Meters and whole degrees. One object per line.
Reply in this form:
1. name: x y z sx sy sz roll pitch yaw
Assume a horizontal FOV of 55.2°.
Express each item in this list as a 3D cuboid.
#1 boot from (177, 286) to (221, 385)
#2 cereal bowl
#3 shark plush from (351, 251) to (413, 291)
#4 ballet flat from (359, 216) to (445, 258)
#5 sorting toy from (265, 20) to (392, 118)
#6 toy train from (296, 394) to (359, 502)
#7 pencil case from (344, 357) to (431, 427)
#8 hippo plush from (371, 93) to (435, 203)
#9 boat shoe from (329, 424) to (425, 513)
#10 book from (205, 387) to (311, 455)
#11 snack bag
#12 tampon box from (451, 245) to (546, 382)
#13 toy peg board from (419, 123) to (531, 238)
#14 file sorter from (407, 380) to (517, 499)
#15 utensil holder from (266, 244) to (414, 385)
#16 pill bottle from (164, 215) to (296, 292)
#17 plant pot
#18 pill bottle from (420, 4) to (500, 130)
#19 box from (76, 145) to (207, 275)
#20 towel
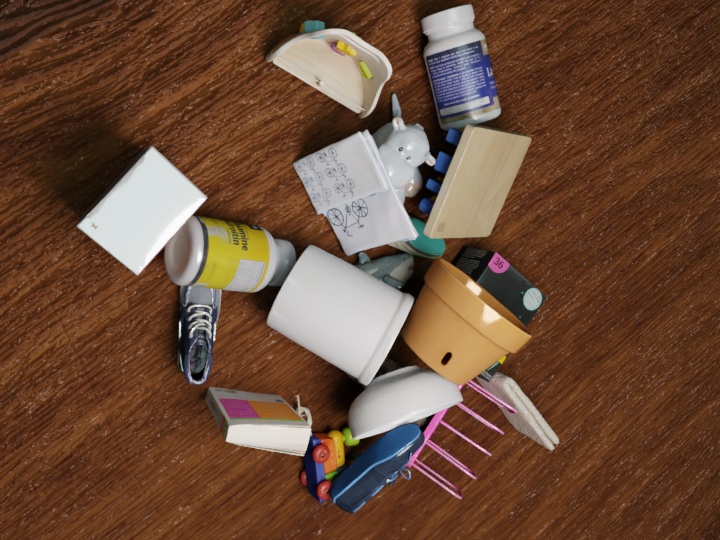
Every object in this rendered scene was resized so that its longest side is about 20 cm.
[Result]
1. boot: -0.264 0.086 1.148 0.072 0.090 0.201 2 97 -21
2. cereal bowl: 0.069 0.218 1.180 0.199 0.200 0.084 -13 72 -19
3. shark plush: 0.000 0.000 1.275 0.199 0.091 0.084 4 76 -1
4. ballet flat: 0.069 -0.071 1.274 0.199 0.062 0.068 23 67 -33
5. sorting toy: -0.029 -0.349 1.130 0.199 0.180 0.107 26 88 -23
6. toy train: -0.053 0.312 1.273 0.115 0.085 0.201 -12 102 -30
7. pencil case: 0.058 0.209 1.299 0.200 0.078 0.090 42 83 -21
8. hippo plush: 0.073 -0.189 1.203 0.200 0.161 0.159 -48 111 -9
9. boat shoe: 0.037 0.353 1.235 0.200 0.084 0.069 -37 110 5
10. book: -0.176 0.241 1.146 0.133 0.200 0.048 12 93 -22
11. snack bag: -0.012 -0.121 1.171 0.021 0.188 0.201 -39 108 -41
12. tampon box: 0.222 0.080 1.318 0.150 0.126 0.200 37 84 -21
13. toy peg board: 0.181 -0.169 1.231 0.199 0.098 0.201 -5 122 -49
14. file sorter: 0.192 0.314 1.310 0.125 0.139 0.200 33 84 13
15. utensil holder: -0.035 0.071 1.165 0.199 0.170 0.171 30 86 1
16. pill bottle: -0.208 -0.023 1.127 0.199 0.112 0.113 8 95 -42
17. plant pot: 0.163 0.094 1.144 0.200 0.200 0.140 34 100 -22
18. pill bottle: 0.177 -0.364 1.244 0.115 0.116 0.201 -21 105 -17
19. box: -0.332 -0.094 1.038 0.106 0.200 0.152 44 82 -21
20. towel: 0.308 0.267 1.375 0.034 0.132 0.200 -43 110 -12
